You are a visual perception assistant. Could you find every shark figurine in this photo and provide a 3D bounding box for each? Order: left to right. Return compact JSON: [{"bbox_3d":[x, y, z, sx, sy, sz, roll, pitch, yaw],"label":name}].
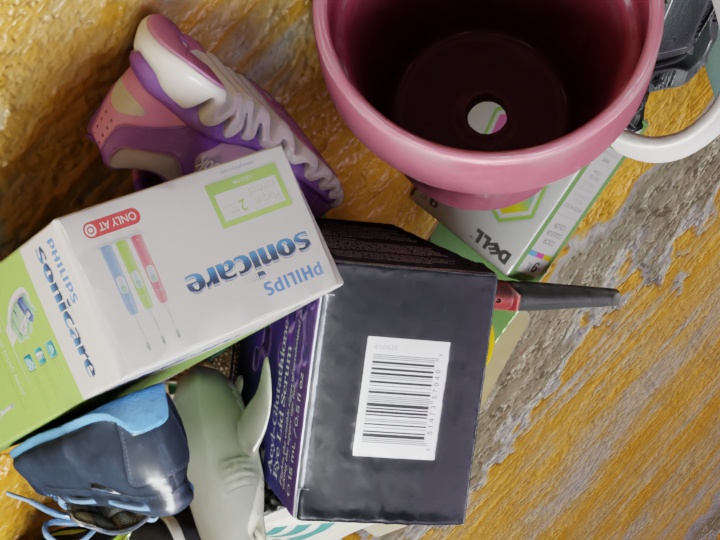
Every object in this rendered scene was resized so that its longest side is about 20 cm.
[{"bbox_3d":[-0.111,0.092,0.940,0.089,0.215,0.129,2,108,-18],"label":"shark figurine"}]

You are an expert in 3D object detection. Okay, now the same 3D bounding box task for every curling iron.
[{"bbox_3d":[0.102,0.013,1.091,0.199,0.026,0.050,9,138,-29],"label":"curling iron"}]

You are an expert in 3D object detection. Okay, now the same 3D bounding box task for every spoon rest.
[{"bbox_3d":[0.229,-0.152,0.966,0.201,0.060,0.099,-59,154,2],"label":"spoon rest"}]

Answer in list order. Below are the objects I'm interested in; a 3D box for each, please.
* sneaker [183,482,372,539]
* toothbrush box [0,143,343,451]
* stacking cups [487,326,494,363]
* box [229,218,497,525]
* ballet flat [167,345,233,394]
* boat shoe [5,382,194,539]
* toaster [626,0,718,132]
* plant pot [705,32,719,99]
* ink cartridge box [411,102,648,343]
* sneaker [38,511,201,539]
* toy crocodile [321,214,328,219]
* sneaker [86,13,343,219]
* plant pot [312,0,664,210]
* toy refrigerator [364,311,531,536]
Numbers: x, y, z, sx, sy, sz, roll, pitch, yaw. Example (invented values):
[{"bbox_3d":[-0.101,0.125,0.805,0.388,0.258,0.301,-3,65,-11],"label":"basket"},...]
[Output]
[{"bbox_3d":[-0.055,0.167,1.071,0.198,0.071,0.094,-13,132,-8],"label":"sneaker"},{"bbox_3d":[-0.129,0.021,0.832,0.145,0.087,0.200,-23,178,-39],"label":"toothbrush box"},{"bbox_3d":[0.031,0.051,1.092,0.060,0.061,0.200,-41,-173,-16],"label":"stacking cups"},{"bbox_3d":[-0.007,0.052,0.933,0.104,0.200,0.149,5,97,-18],"label":"box"},{"bbox_3d":[-0.089,0.118,1.117,0.065,0.070,0.201,-46,155,-27],"label":"ballet flat"},{"bbox_3d":[-0.139,0.110,0.814,0.084,0.069,0.200,-23,178,-19],"label":"boat shoe"},{"bbox_3d":[0.178,-0.209,1.041,0.113,0.129,0.201,-19,138,-41],"label":"toaster"},{"bbox_3d":[0.368,-0.191,1.316,0.200,0.135,0.201,-33,147,-26],"label":"plant pot"},{"bbox_3d":[0.108,-0.059,1.143,0.201,0.104,0.059,-56,150,12],"label":"ink cartridge box"},{"bbox_3d":[-0.174,0.202,1.002,0.082,0.072,0.199,-15,177,-43],"label":"sneaker"},{"bbox_3d":[0.000,0.000,1.113,0.067,0.062,0.200,-14,163,25],"label":"toy crocodile"},{"bbox_3d":[-0.086,-0.068,0.903,0.089,0.081,0.200,-47,146,8],"label":"sneaker"},{"bbox_3d":[0.075,-0.125,0.954,0.200,0.200,0.179,-44,166,-11],"label":"plant pot"},{"bbox_3d":[0.052,0.102,1.196,0.201,0.070,0.076,-57,-169,-30],"label":"toy refrigerator"}]
